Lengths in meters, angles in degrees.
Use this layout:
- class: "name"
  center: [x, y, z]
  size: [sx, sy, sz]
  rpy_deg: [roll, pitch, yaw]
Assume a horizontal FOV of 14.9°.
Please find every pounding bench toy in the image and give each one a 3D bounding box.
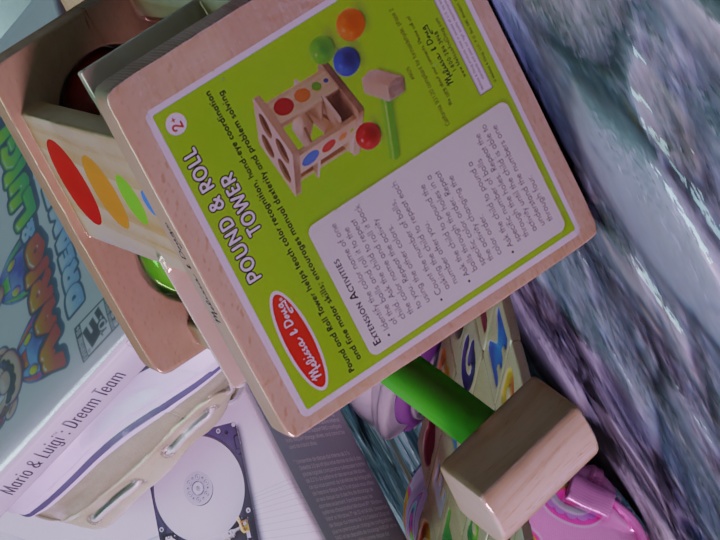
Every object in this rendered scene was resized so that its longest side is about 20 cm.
- class: "pounding bench toy"
  center: [-0.014, -0.010, 0.929]
  size: [0.201, 0.124, 0.156]
  rpy_deg: [62, 162, -17]

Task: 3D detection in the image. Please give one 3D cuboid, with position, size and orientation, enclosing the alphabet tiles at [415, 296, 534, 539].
- class: "alphabet tiles"
  center: [0.046, 0.094, 1.106]
  size: [0.201, 0.006, 0.167]
  rpy_deg: [-100, 17, -54]

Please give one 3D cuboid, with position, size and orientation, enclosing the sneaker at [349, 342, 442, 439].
- class: "sneaker"
  center: [0.000, 0.000, 1.205]
  size: [0.099, 0.075, 0.200]
  rpy_deg: [35, 160, 26]

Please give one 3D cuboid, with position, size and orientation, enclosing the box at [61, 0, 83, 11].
- class: "box"
  center: [-0.041, -0.085, 1.058]
  size: [0.199, 0.021, 0.164]
  rpy_deg: [-7, 115, 56]

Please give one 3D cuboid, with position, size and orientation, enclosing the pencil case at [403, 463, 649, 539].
- class: "pencil case"
  center: [0.071, 0.117, 1.233]
  size: [0.088, 0.087, 0.200]
  rpy_deg: [61, 176, -4]

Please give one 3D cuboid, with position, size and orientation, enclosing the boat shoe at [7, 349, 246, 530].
- class: "boat shoe"
  center: [-0.079, 0.037, 1.121]
  size: [0.062, 0.200, 0.072]
  rpy_deg: [24, -138, -34]

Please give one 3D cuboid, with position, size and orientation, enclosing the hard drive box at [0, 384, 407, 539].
- class: "hard drive box"
  center: [-0.095, 0.077, 1.218]
  size: [0.201, 0.155, 0.077]
  rpy_deg: [61, -156, 13]

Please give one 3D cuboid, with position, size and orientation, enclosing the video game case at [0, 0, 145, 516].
- class: "video game case"
  center: [-0.156, 0.006, 1.158]
  size: [0.024, 0.182, 0.201]
  rpy_deg: [20, -143, -37]

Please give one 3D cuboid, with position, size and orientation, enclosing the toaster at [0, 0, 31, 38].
- class: "toaster"
  center: [-0.157, -0.181, 1.449]
  size: [0.130, 0.199, 0.114]
  rpy_deg: [57, -147, -6]
